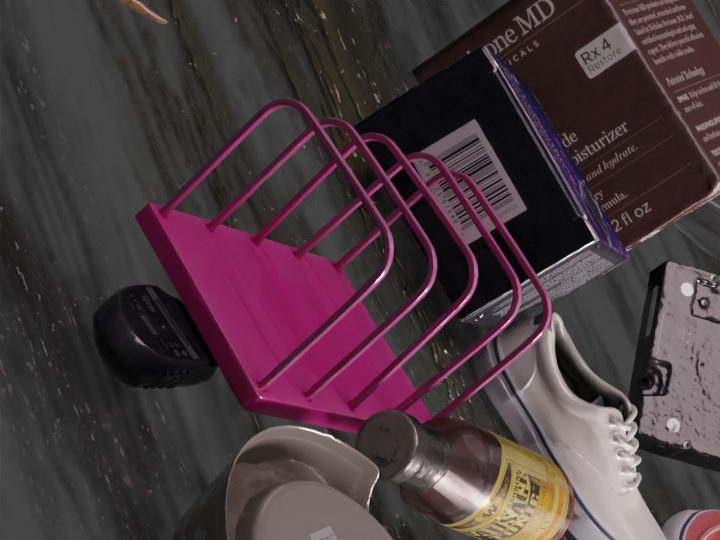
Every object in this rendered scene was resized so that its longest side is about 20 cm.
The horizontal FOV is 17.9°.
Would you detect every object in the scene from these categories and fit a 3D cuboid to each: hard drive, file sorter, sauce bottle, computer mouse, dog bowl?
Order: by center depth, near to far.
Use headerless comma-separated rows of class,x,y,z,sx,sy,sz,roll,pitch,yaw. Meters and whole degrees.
dog bowl,-0.020,0.183,1.207,0.200,0.059,0.200,39,32,-30
computer mouse,-0.090,0.043,1.280,0.059,0.034,0.200,55,21,21
file sorter,0.000,0.000,1.315,0.200,0.125,0.139,17,36,-57
sauce bottle,0.061,0.124,1.362,0.200,0.066,0.066,25,41,-56
hard drive,0.297,0.086,1.682,0.200,0.038,0.140,16,70,-12
hard drive,0.300,-0.022,1.844,0.132,0.027,0.200,38,3,-31

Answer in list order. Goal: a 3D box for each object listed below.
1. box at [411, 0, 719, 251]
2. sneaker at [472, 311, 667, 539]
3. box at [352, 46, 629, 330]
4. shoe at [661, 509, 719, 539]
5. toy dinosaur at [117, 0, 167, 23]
box,0.180,-0.117,1.712,0.200,0.166,0.164,58,29,4
sneaker,0.155,0.119,1.531,0.200,0.071,0.073,54,28,-4
box,0.090,-0.049,1.509,0.148,0.104,0.200,60,9,8
shoe,0.290,0.197,1.625,0.200,0.091,0.072,5,72,-57
toy dinosaur,-0.203,-0.187,1.326,0.200,0.060,0.106,-14,97,-55
